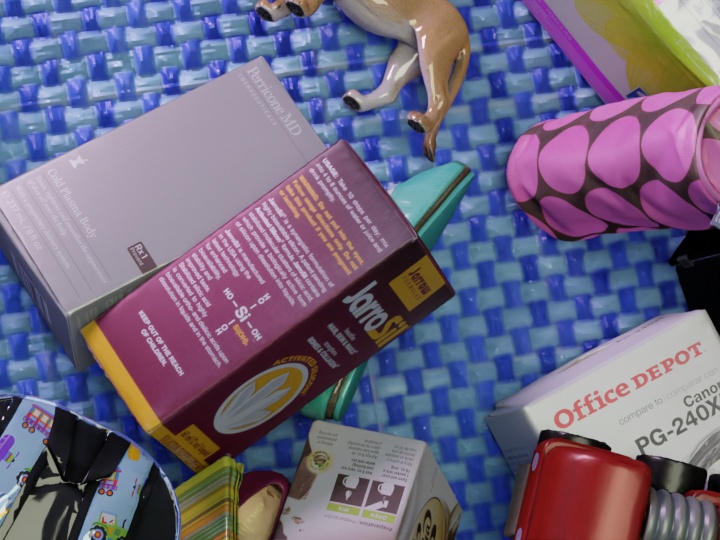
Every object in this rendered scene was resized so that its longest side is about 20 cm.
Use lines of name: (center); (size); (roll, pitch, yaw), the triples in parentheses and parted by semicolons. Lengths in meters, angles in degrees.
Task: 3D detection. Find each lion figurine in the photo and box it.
lion figurine: (0.014, -0.179, 1.714); (0.200, 0.072, 0.122); (48, 64, -18)

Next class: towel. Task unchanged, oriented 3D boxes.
towel: (-0.100, 0.213, 1.558); (0.018, 0.086, 0.200); (24, 47, -33)

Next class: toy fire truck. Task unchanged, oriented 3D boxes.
toy fire truck: (0.188, 0.170, 1.545); (0.176, 0.200, 0.129); (15, 81, -9)

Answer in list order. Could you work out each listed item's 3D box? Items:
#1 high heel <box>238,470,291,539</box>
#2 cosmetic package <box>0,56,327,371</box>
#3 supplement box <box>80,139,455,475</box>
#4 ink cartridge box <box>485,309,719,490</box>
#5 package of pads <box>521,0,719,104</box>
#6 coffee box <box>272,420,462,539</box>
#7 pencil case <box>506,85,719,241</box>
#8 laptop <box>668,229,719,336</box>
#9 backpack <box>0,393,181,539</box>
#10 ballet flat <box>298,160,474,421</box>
high heel: (-0.106, 0.209, 1.604); (0.067, 0.096, 0.200); (28, 75, 0)
cosmetic package: (-0.118, -0.036, 1.631); (0.200, 0.090, 0.107); (-31, 66, -14)
supplement box: (-0.054, 0.025, 1.594); (0.200, 0.110, 0.086); (-36, 65, 1)
ink cartridge box: (0.195, 0.144, 1.696); (0.145, 0.083, 0.200); (-28, 90, -15)
package of pads: (0.172, -0.182, 1.699); (0.068, 0.155, 0.200); (-41, 93, -18)
coffee box: (-0.011, 0.208, 1.593); (0.080, 0.113, 0.200); (9, 64, 20)
pencil case: (0.185, -0.061, 1.667); (0.094, 0.200, 0.091); (40, 68, -26)
laptop: (0.295, -0.003, 1.689); (0.116, 0.187, 0.200); (40, 72, -13)
backpack: (-0.209, 0.181, 1.565); (0.183, 0.135, 0.200); (26, 78, -9)
ballet flat: (0.000, 0.000, 1.681); (0.070, 0.067, 0.200); (28, 74, 8)
